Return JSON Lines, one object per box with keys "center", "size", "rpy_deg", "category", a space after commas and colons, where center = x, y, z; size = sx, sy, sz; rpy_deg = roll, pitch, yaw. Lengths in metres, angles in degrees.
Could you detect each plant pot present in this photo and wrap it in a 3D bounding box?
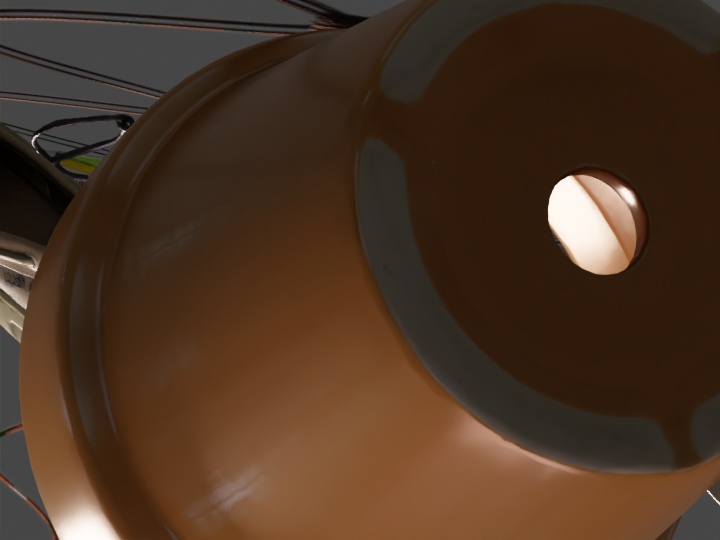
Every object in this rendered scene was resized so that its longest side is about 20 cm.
{"center": [0.024, 0.011, 0.523], "size": [0.199, 0.201, 0.183], "rpy_deg": [10, 160, -17], "category": "plant pot"}

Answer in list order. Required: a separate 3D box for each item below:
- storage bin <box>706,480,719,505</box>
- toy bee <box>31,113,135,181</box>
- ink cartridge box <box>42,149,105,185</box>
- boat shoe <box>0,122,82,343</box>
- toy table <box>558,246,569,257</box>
{"center": [0.210, 0.092, 0.883], "size": [0.199, 0.094, 0.200], "rpy_deg": [50, -176, 25], "category": "storage bin"}
{"center": [-0.085, 0.003, 0.935], "size": [0.200, 0.109, 0.131], "rpy_deg": [1, 160, -46], "category": "toy bee"}
{"center": [-0.130, -0.018, 1.096], "size": [0.199, 0.076, 0.148], "rpy_deg": [8, 176, 32], "category": "ink cartridge box"}
{"center": [-0.161, -0.037, 0.817], "size": [0.200, 0.073, 0.063], "rpy_deg": [32, 142, 22], "category": "boat shoe"}
{"center": [0.124, 0.043, 1.084], "size": [0.199, 0.118, 0.184], "rpy_deg": [12, 175, -27], "category": "toy table"}
